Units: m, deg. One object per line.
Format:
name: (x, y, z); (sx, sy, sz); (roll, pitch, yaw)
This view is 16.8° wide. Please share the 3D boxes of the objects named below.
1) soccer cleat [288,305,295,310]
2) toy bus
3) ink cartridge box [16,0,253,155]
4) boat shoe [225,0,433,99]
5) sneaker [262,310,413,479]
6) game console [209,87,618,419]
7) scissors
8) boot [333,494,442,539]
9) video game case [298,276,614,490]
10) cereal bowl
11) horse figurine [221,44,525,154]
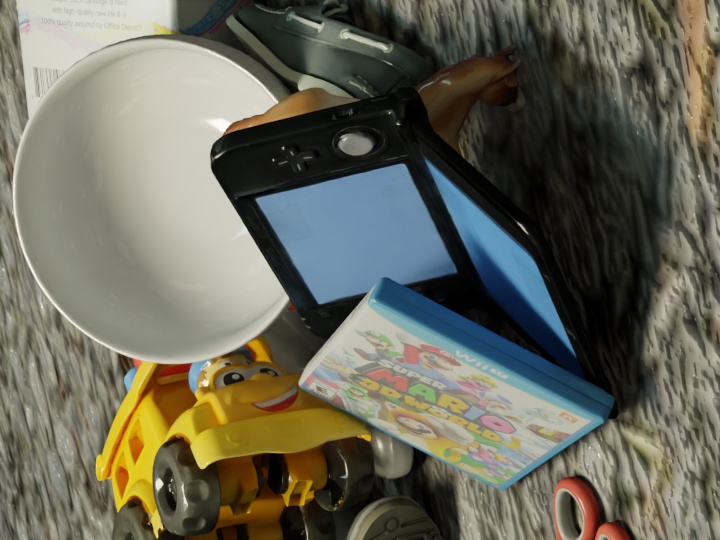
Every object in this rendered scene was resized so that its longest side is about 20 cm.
soccer cleat: (-0.099, -0.037, 1.617); (0.200, 0.069, 0.078); (32, 131, 45)
toy bus: (-0.094, 0.101, 1.559); (0.193, 0.135, 0.200); (68, 149, 30)
ink cartridge box: (-0.146, -0.165, 1.591); (0.145, 0.087, 0.201); (8, 112, 38)
boat shoe: (-0.018, -0.128, 1.478); (0.073, 0.062, 0.200); (46, 176, -32)
sneaker: (-0.041, 0.090, 1.640); (0.200, 0.084, 0.073); (37, 138, 48)
game console: (0.030, 0.007, 1.316); (0.200, 0.175, 0.117); (62, -161, -53)
scissors: (0.120, 0.195, 1.463); (0.073, 0.014, 0.200); (56, 150, 26)
boot: (-0.016, 0.165, 1.661); (0.182, 0.072, 0.200); (85, 158, -43)
video game case: (0.049, 0.069, 1.384); (0.143, 0.018, 0.200); (28, 160, -4)
cereal bowl: (-0.109, -0.048, 1.499); (0.083, 0.199, 0.201); (-39, -65, -71)
horse figurine: (0.001, -0.066, 1.366); (0.133, 0.199, 0.050); (69, -153, -52)
